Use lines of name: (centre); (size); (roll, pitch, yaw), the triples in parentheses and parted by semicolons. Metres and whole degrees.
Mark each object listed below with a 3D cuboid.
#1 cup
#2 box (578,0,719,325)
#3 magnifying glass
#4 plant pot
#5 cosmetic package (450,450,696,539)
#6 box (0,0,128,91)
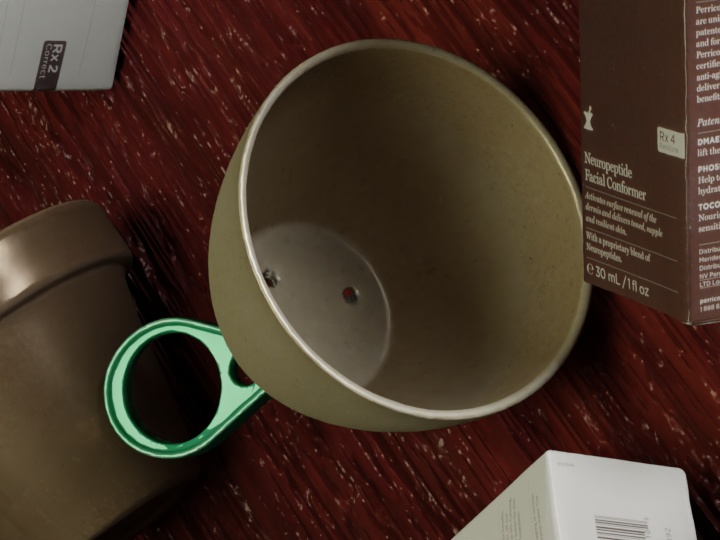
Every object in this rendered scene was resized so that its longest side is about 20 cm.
cup: (0.000, 0.000, 1.459); (0.143, 0.199, 0.202); (-36, 66, 57)
box: (0.155, -0.084, 1.316); (0.100, 0.074, 0.202); (-156, 62, -62)
magnifying glass: (-0.056, 0.053, 1.582); (0.199, 0.022, 0.080); (-15, 80, 22)
plant pot: (-0.190, 0.085, 1.689); (0.175, 0.200, 0.200); (54, 131, 9)
cosmetic package: (0.084, 0.182, 1.406); (0.200, 0.084, 0.108); (132, 140, -50)
box: (-0.239, -0.235, 1.746); (0.200, 0.130, 0.200); (30, 115, 43)
